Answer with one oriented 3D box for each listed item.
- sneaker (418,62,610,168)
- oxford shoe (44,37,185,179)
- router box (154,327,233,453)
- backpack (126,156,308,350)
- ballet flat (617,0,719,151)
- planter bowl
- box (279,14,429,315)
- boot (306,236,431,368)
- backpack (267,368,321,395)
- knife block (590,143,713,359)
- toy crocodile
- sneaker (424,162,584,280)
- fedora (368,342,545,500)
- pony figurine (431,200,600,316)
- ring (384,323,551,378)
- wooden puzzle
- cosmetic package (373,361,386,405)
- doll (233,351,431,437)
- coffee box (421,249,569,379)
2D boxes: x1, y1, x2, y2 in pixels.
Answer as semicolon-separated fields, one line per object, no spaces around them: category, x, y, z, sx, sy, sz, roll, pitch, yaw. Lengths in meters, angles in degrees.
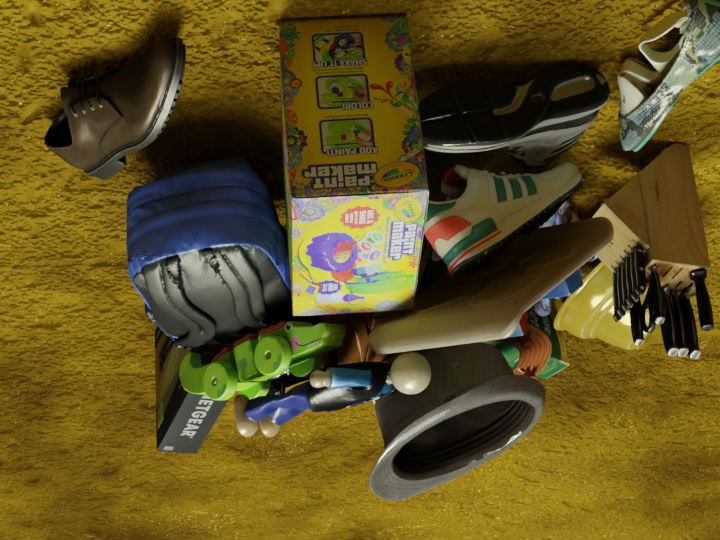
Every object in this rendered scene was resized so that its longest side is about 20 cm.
sneaker;0.139;-0.128;1.348;0.198;0.076;0.116;-13;151;-14
oxford shoe;-0.227;-0.150;1.269;0.084;0.073;0.200;20;140;-33
router box;-0.189;0.096;1.598;0.052;0.159;0.200;6;146;-20
backpack;-0.152;-0.026;1.384;0.160;0.170;0.200;-16;156;6
ballet flat;0.283;-0.191;1.316;0.073;0.075;0.200;8;144;-22
planter bowl;0.319;0.029;1.563;0.199;0.084;0.201;-35;161;-14
box;-0.010;-0.093;1.284;0.120;0.195;0.201;-3;149;-5
boot;0.000;0.000;1.422;0.154;0.202;0.076;-27;-156;-32
backpack;-0.036;0.049;1.551;0.199;0.167;0.127;-27;99;30
knife block;0.320;-0.014;1.425;0.199;0.176;0.064;-37;168;-35
toy crocodile;-0.099;0.086;1.389;0.199;0.063;0.067;-26;161;36
sneaker;0.132;-0.074;1.338;0.199;0.094;0.070;-34;170;-35
fedora;0.083;0.139;1.399;0.199;0.091;0.177;-31;150;9
pony figurine;0.178;-0.021;1.504;0.192;0.167;0.200;-36;148;10
ring;0.108;0.111;1.474;0.198;0.019;0.201;-11;149;-7
wooden puzzle;0.129;0.024;1.328;0.184;0.200;0.047;-11;111;45
cosmetic package;0.058;0.083;1.595;0.082;0.200;0.051;-29;101;18
doll;-0.020;0.115;1.350;0.198;0.049;0.136;-19;165;27
coffee box;0.154;0.042;1.609;0.199;0.124;0.044;23;136;-37
